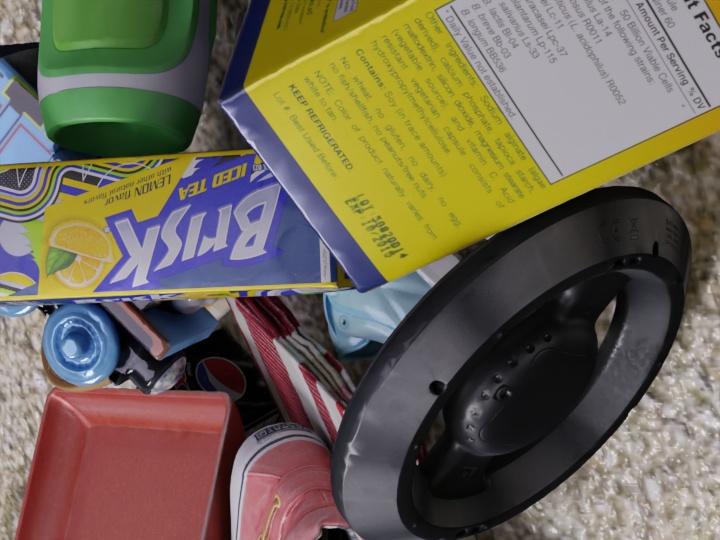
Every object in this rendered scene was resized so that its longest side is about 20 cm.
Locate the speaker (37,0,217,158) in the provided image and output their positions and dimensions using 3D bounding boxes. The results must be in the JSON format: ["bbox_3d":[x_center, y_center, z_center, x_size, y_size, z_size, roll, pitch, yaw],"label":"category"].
[{"bbox_3d":[-0.117,-0.163,0.949,0.088,0.088,0.201,-12,72,49],"label":"speaker"}]

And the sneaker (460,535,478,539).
[{"bbox_3d":[0.035,0.181,1.023,0.200,0.086,0.078,26,128,36],"label":"sneaker"}]

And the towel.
[{"bbox_3d":[-0.002,0.095,0.981,0.200,0.023,0.144,41,158,52],"label":"towel"}]

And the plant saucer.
[{"bbox_3d":[-0.137,0.169,1.072,0.199,0.037,0.201,-3,73,51],"label":"plant saucer"}]

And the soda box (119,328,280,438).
[{"bbox_3d":[-0.118,0.130,1.175,0.071,0.063,0.200,48,137,20],"label":"soda box"}]

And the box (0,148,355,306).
[{"bbox_3d":[-0.098,-0.021,0.915,0.199,0.064,0.070,-3,89,14],"label":"box"}]

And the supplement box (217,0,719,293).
[{"bbox_3d":[0.060,-0.096,0.754,0.199,0.110,0.109,-24,119,23],"label":"supplement box"}]

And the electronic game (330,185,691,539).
[{"bbox_3d":[0.069,0.046,0.828,0.042,0.199,0.201,46,137,32],"label":"electronic game"}]

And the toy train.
[{"bbox_3d":[-0.154,-0.027,1.005,0.200,0.087,0.114,44,111,8],"label":"toy train"}]

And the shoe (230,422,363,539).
[{"bbox_3d":[-0.030,0.186,0.989,0.091,0.071,0.201,-126,31,-54],"label":"shoe"}]

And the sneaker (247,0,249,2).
[{"bbox_3d":[-0.007,-0.141,0.891,0.082,0.070,0.201,-37,69,29],"label":"sneaker"}]

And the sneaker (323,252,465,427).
[{"bbox_3d":[0.000,0.000,0.953,0.200,0.074,0.082,44,94,23],"label":"sneaker"}]

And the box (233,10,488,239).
[{"bbox_3d":[0.016,-0.077,0.944,0.200,0.041,0.039,35,132,31],"label":"box"}]

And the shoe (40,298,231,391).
[{"bbox_3d":[-0.111,0.020,1.085,0.200,0.053,0.070,-30,61,35],"label":"shoe"}]
